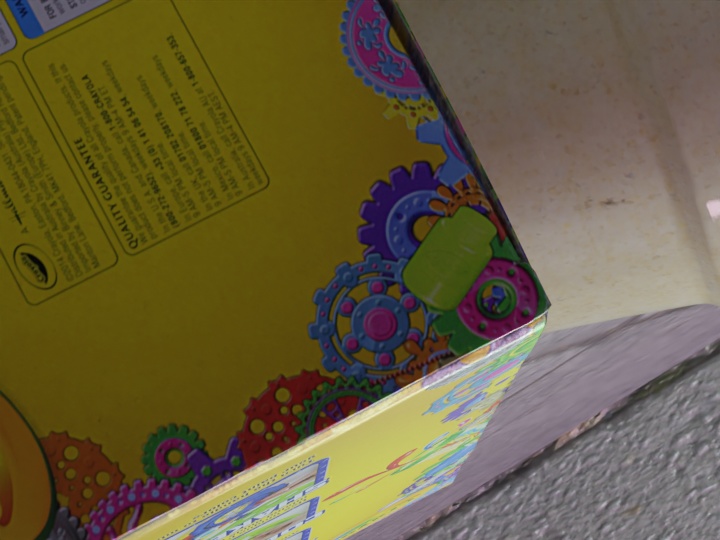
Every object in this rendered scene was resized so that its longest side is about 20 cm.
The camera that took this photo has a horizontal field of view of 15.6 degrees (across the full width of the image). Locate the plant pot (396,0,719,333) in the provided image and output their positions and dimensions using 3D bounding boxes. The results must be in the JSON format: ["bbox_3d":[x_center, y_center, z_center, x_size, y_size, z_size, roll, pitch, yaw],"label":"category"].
[{"bbox_3d":[0.035,-0.054,0.826,0.183,0.201,0.200,-18,172,7],"label":"plant pot"}]

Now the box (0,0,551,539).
[{"bbox_3d":[-0.069,-0.031,0.538,0.122,0.200,0.193,-27,169,-8],"label":"box"}]
